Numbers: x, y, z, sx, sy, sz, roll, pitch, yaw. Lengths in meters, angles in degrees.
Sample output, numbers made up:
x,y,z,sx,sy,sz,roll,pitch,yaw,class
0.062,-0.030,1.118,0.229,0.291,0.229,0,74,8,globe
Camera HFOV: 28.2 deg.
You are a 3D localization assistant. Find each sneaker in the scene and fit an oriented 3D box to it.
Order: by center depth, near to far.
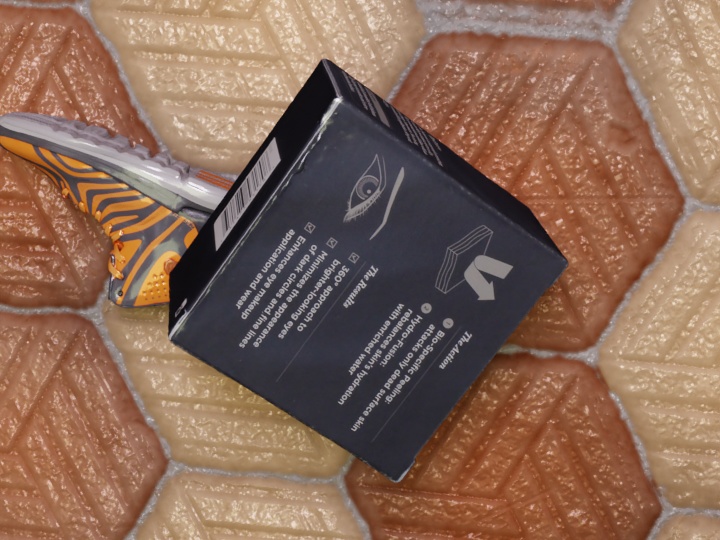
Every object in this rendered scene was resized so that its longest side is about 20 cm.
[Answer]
x,y,z,sx,sy,sz,roll,pitch,yaw,class
-0.184,-0.037,1.044,0.198,0.078,0.113,22,102,2,sneaker

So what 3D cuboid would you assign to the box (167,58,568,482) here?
x,y,z,sx,sy,sz,roll,pitch,yaw,class
0.000,0.000,0.986,0.199,0.118,0.197,34,103,-18,box
